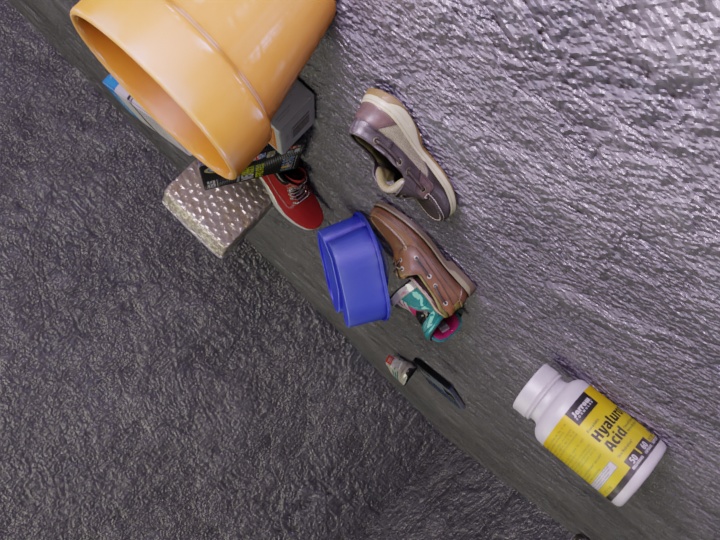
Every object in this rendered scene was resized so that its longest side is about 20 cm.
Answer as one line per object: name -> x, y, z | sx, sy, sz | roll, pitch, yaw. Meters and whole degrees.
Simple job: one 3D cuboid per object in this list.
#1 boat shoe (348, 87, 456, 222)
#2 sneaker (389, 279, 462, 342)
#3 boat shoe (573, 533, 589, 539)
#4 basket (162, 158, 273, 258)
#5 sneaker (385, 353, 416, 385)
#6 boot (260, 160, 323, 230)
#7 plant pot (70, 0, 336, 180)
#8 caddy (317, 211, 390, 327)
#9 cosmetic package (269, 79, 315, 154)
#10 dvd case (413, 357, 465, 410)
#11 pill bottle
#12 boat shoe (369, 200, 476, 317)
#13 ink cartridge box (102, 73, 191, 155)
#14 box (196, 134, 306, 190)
boat shoe -> 0.043, -0.113, 0.859 | 0.073, 0.065, 0.200 | 31, 166, 46
sneaker -> 0.118, 0.068, 1.354 | 0.121, 0.083, 0.200 | 51, 170, 4
boat shoe -> 0.807, 1.030, 2.772 | 0.060, 0.072, 0.203 | -119, 9, -71
basket -> -0.313, -0.168, 1.744 | 0.200, 0.198, 0.161 | 44, 167, -6
sneaker -> 0.121, 0.314, 2.505 | 0.093, 0.071, 0.200 | 36, 174, 2
boot -> -0.113, -0.141, 1.405 | 0.200, 0.072, 0.144 | 52, 166, -31
plant pot -> -0.126, -0.219, 0.716 | 0.200, 0.183, 0.200 | 41, 170, 8
caddy -> 0.000, 0.000, 1.347 | 0.141, 0.104, 0.201 | -133, 28, -61
cosmetic package -> -0.155, -0.256, 1.031 | 0.200, 0.071, 0.101 | 42, 171, 5
dvd case -> 0.234, 0.335, 2.289 | 0.142, 0.018, 0.200 | 38, 171, 33
pill bottle -> 0.320, 0.228, 1.109 | 0.200, 0.111, 0.111 | 38, 170, 21
boat shoe -> 0.080, -0.016, 1.148 | 0.200, 0.068, 0.072 | 44, 173, 0
ink cartridge box -> -0.286, -0.286, 1.214 | 0.200, 0.146, 0.084 | 36, 168, 37
box -> -0.172, -0.178, 1.193 | 0.200, 0.159, 0.045 | 155, 99, -80
